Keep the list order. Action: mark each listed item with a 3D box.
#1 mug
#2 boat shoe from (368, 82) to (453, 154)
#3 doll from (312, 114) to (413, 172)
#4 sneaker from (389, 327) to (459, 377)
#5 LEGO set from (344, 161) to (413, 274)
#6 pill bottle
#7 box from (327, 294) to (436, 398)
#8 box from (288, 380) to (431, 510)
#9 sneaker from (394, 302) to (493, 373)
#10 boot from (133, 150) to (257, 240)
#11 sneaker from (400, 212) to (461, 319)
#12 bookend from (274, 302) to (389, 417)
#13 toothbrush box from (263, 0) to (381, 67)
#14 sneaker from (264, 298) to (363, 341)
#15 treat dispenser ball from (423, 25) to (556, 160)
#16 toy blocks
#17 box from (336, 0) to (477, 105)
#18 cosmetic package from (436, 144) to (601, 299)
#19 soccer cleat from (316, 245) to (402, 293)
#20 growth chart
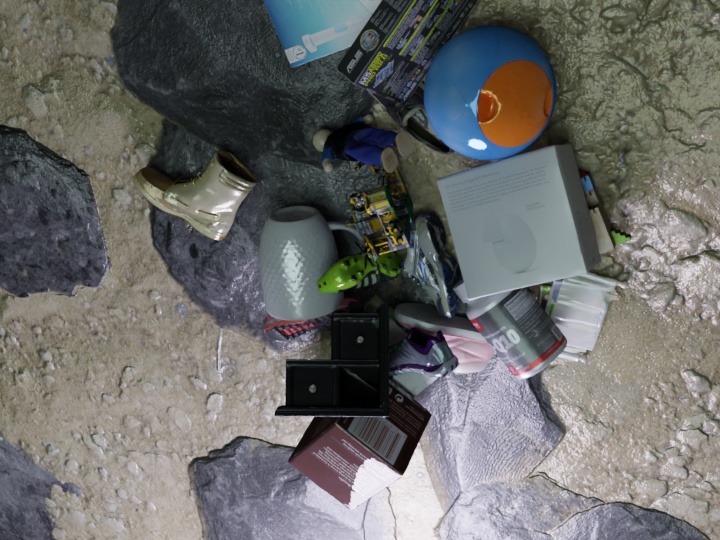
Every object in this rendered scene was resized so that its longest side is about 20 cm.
[{"bbox_3d":[-0.085,-0.024,1.690,0.199,0.148,0.176,-9,113,-7],"label":"mug"},{"bbox_3d":[0.085,-0.264,1.538,0.200,0.065,0.072,39,123,-6],"label":"boat shoe"},{"bbox_3d":[-0.012,-0.208,1.560,0.200,0.137,0.049,19,150,45],"label":"doll"},{"bbox_3d":[0.089,0.139,1.699,0.200,0.074,0.088,-4,114,44],"label":"sneaker"},{"bbox_3d":[0.013,-0.106,1.582,0.116,0.200,0.154,-16,130,15],"label":"LEGO set"},{"bbox_3d":[0.258,0.081,1.639,0.114,0.114,0.200,-38,92,30],"label":"pill bottle"},{"bbox_3d":[0.055,0.157,1.801,0.200,0.036,0.144,41,121,-9],"label":"box"},{"bbox_3d":[-0.002,0.323,1.810,0.166,0.164,0.200,39,135,-7],"label":"box"},{"bbox_3d":[0.151,0.132,1.732,0.200,0.075,0.105,15,116,4],"label":"sneaker"},{"bbox_3d":[-0.300,-0.164,1.706,0.200,0.073,0.156,34,123,-5],"label":"boot"},{"bbox_3d":[0.122,-0.006,1.677,0.085,0.077,0.200,-8,108,32],"label":"sneaker"},{"bbox_3d":[-0.050,0.157,1.657,0.198,0.092,0.201,2,83,-4],"label":"bookend"},{"bbox_3d":[-0.040,-0.427,1.474,0.200,0.085,0.147,-15,112,24],"label":"toothbrush box"},{"bbox_3d":[-0.092,0.068,1.767,0.200,0.087,0.074,-13,148,18],"label":"sneaker"},{"bbox_3d":[0.196,-0.269,1.423,0.200,0.201,0.201,7,120,13],"label":"treat dispenser ball"},{"bbox_3d":[0.329,-0.080,1.562,0.200,0.100,0.137,-21,99,25],"label":"toy blocks"},{"bbox_3d":[0.072,-0.356,1.413,0.044,0.160,0.200,45,110,25],"label":"box"},{"bbox_3d":[0.252,-0.079,1.488,0.199,0.123,0.201,-14,94,26],"label":"cosmetic package"},{"bbox_3d":[0.000,0.000,1.646,0.081,0.200,0.068,-27,81,36],"label":"soccer cleat"},{"bbox_3d":[0.370,0.079,1.671,0.144,0.018,0.200,21,122,6],"label":"growth chart"}]
